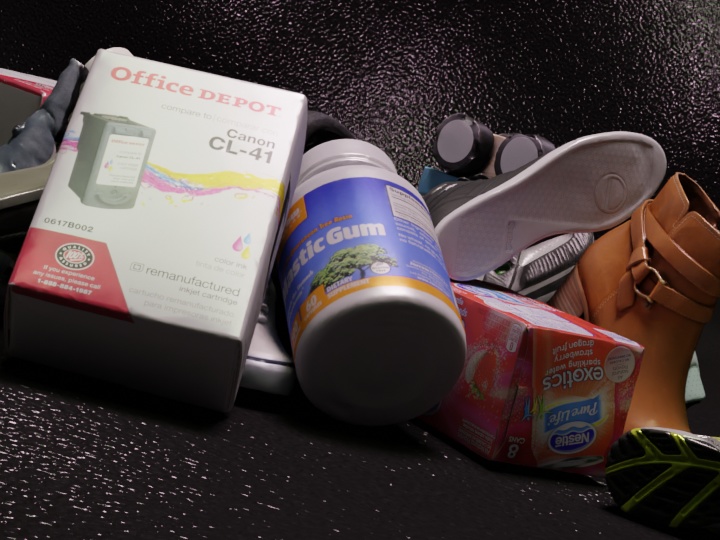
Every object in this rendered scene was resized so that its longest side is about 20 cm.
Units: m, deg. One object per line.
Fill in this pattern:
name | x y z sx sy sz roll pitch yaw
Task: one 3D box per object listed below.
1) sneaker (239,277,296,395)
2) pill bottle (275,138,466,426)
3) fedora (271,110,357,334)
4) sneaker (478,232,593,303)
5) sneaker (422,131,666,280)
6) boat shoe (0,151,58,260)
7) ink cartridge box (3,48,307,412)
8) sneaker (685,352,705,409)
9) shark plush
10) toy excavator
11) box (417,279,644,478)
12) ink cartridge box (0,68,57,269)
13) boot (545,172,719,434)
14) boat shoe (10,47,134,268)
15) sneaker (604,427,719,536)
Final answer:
sneaker | -0.086 0.034 1.292 0.073 0.071 0.200 12 7 -20
pill bottle | 0.000 0.000 1.277 0.112 0.112 0.200 12 34 -20
fedora | -0.048 -0.022 1.508 0.091 0.202 0.200 -14 -10 32
sneaker | 0.095 0.037 1.489 0.116 0.200 0.076 76 -13 -56
sneaker | 0.121 -0.055 1.387 0.199 0.071 0.099 -24 16 -17
boat shoe | -0.215 -0.039 1.291 0.071 0.061 0.201 9 21 36
ink cartridge box | -0.124 -0.028 1.190 0.147 0.201 0.086 13 -35 0
sneaker | 0.167 0.087 1.436 0.200 0.119 0.074 -25 -13 39
shark plush | -0.255 -0.065 1.334 0.083 0.200 0.091 49 -5 -37
toy excavator | 0.081 -0.024 1.568 0.194 0.201 0.100 19 3 38
box | 0.092 0.066 1.308 0.099 0.096 0.200 12 7 -28
ink cartridge box | -0.247 -0.079 1.565 0.145 0.145 0.200 20 8 39
boot | 0.214 0.042 1.307 0.074 0.155 0.200 15 35 -46
boat shoe | -0.204 -0.066 1.417 0.060 0.202 0.072 41 28 25
sneaker | 0.253 0.137 1.165 0.199 0.076 0.076 20 8 26
